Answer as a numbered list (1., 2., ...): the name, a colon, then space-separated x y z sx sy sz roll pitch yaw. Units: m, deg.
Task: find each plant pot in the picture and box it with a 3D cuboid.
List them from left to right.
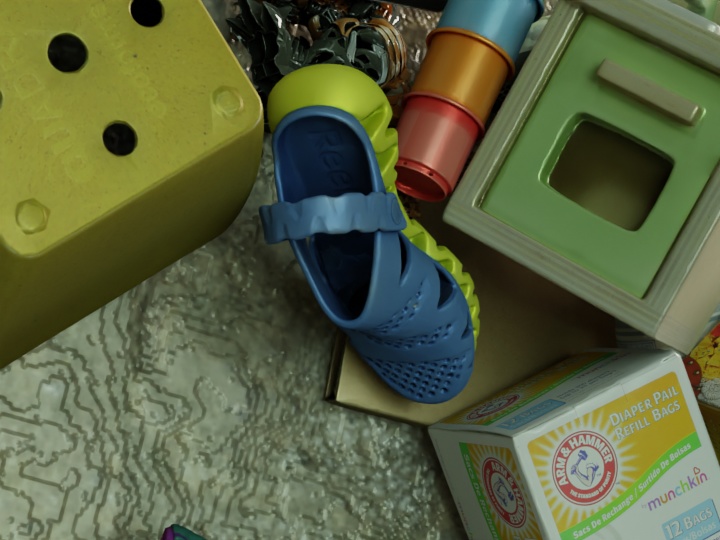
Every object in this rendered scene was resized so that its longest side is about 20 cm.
1. plant pot: -0.157 -0.076 0.783 0.200 0.176 0.200 -33 95 -26

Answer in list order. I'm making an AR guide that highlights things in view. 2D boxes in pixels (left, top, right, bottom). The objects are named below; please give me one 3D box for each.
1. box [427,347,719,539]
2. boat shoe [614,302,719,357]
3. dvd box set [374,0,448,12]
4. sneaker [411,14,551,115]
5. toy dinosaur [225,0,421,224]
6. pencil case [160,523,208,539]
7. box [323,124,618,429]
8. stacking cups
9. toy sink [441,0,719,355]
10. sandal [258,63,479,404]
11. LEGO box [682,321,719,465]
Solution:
1. box: 0.133 0.153 0.896 0.112 0.101 0.201 -23 96 -22
2. boat shoe: 0.222 -0.005 0.982 0.200 0.070 0.072 -19 101 -37
3. dvd box set: -0.022 -0.240 0.905 0.146 0.029 0.200 -1 67 -51
4. sneaker: 0.122 -0.105 0.975 0.200 0.078 0.091 -19 94 -23
5. toy dinosaur: -0.017 -0.116 0.902 0.136 0.102 0.200 -22 62 -41
6. pencil case: -0.035 0.209 0.834 0.200 0.085 0.093 31 56 -16
7. box: 0.085 0.021 0.959 0.200 0.021 0.164 16 74 -21
8. stacking cups: 0.070 -0.129 0.890 0.060 0.060 0.200 27 71 -18
9. toy sink: 0.154 -0.077 0.870 0.130 0.112 0.200 31 94 22
10. sandal: 0.000 0.000 0.835 0.200 0.079 0.087 60 30 -34
11. LEGO box: 0.273 0.097 0.952 0.149 0.077 0.200 -42 123 -20
